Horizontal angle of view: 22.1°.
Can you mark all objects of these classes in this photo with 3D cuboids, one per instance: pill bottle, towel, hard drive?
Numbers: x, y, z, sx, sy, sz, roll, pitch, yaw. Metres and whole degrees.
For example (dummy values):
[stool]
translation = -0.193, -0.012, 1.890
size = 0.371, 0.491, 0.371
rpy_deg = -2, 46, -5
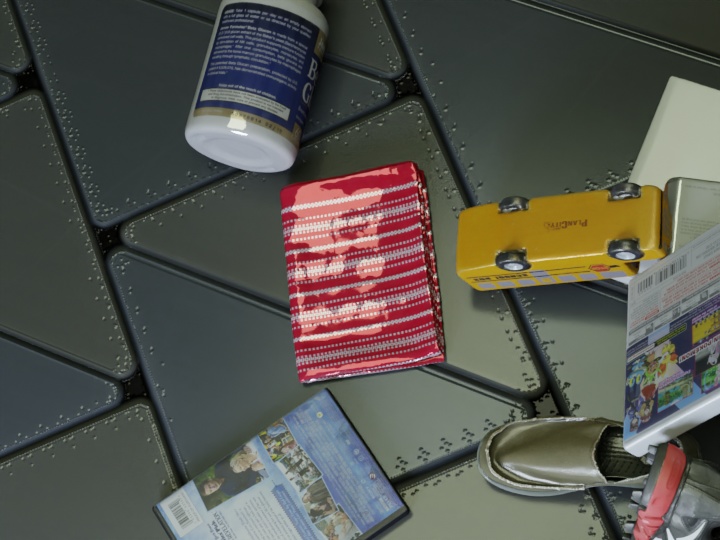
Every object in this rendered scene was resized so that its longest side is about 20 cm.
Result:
[pill bottle]
translation = -0.093, -0.206, 1.789
size = 0.111, 0.111, 0.200
rpy_deg = 10, 75, 14
[towel]
translation = 0.000, 0.000, 1.753
size = 0.144, 0.022, 0.200
rpy_deg = -9, 71, 9
[hard drive]
translation = 0.314, -0.070, 1.712
size = 0.132, 0.026, 0.200
rpy_deg = 20, 77, 16

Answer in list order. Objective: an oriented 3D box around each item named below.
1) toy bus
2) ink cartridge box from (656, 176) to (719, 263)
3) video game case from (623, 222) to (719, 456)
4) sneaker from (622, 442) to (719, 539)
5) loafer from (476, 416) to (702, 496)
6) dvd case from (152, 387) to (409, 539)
[toy bus]
translation = 0.184, -0.028, 1.666
size = 0.200, 0.078, 0.065
rpy_deg = -6, 67, 27
[ink cartridge box]
translation = 0.345, 0.025, 1.652
size = 0.162, 0.050, 0.201
rpy_deg = 7, 89, -6
[video game case]
translation = 0.294, 0.038, 1.517
size = 0.200, 0.023, 0.183
rpy_deg = -36, 34, 41
[sneaker]
translation = 0.274, 0.205, 1.539
size = 0.098, 0.200, 0.071
rpy_deg = 19, 71, 12
[loafer]
translation = 0.201, 0.158, 1.636
size = 0.199, 0.070, 0.075
rpy_deg = -3, 72, 10
[dvd case]
translation = -0.074, 0.220, 1.697
size = 0.200, 0.018, 0.143
rpy_deg = -34, 70, -2
